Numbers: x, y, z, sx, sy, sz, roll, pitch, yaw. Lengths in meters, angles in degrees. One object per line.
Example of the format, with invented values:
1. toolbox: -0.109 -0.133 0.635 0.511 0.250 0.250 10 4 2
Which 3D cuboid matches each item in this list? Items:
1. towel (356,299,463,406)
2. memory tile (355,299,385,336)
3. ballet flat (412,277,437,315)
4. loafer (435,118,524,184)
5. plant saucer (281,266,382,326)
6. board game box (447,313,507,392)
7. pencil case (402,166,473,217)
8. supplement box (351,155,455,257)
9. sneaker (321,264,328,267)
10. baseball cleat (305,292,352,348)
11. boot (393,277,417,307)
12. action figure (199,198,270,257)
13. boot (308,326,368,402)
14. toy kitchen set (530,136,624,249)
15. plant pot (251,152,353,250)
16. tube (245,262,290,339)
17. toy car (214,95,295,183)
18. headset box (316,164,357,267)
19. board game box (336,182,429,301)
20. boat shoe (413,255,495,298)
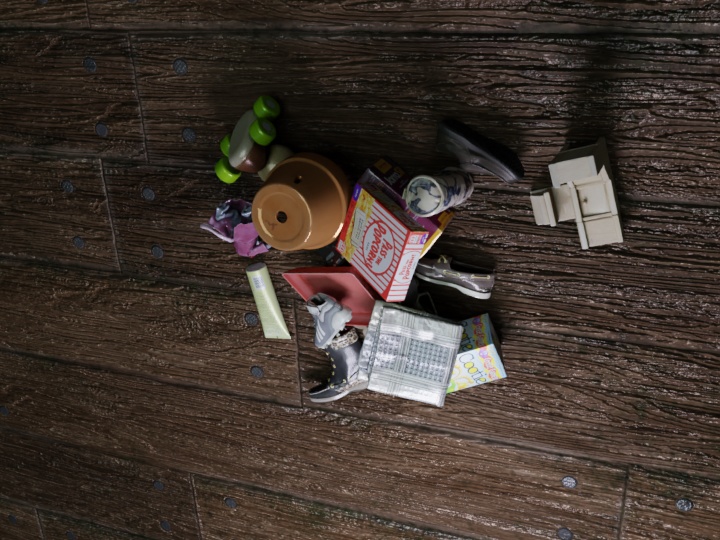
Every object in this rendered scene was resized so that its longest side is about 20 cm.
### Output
1. towel: 0.099 0.174 1.592 0.199 0.035 0.194 15 108 6
2. memory tile: 0.040 0.114 1.745 0.200 0.017 0.153 43 144 -13
3. ballet flat: 0.116 0.062 1.701 0.071 0.069 0.200 -39 110 10
4. loafer: 0.234 -0.226 1.528 0.199 0.073 0.072 36 127 14
5. plant saucer: -0.041 0.052 1.666 0.199 0.037 0.200 -1 143 37
6. board game box: 0.202 0.188 1.665 0.199 0.105 0.103 -18 124 14
7. pencil case: 0.153 -0.157 1.511 0.089 0.200 0.078 4 104 25
8. supplement box: 0.086 -0.135 1.600 0.200 0.110 0.086 40 122 1
9. sneaker: 0.000 0.000 1.732 0.199 0.076 0.077 -19 143 20
10. baseball cleat: -0.080 0.104 1.697 0.106 0.070 0.200 40 146 0
11. boot: 0.067 -0.015 1.576 0.075 0.073 0.201 30 138 43
12. action figure: -0.262 -0.075 1.751 0.134 0.149 0.200 31 154 17
13. boot: -0.060 0.227 1.847 0.199 0.073 0.151 -20 105 25
14. toy kitchen set: 0.387 -0.121 1.440 0.162 0.180 0.201 -10 105 27
15. plant pot: -0.128 -0.126 1.550 0.199 0.140 0.202 8 112 20
16. tube: -0.228 0.079 1.869 0.052 0.058 0.201 -21 113 -15
17. toy car: -0.187 -0.247 1.676 0.199 0.158 0.164 31 130 -27
18. headset box: -0.055 -0.121 1.659 0.149 0.075 0.200 -47 72 29
19. board game box: 0.038 -0.058 1.489 0.200 0.046 0.152 45 126 44
20. boat shoe: 0.190 0.000 1.644 0.199 0.072 0.060 19 113 9
